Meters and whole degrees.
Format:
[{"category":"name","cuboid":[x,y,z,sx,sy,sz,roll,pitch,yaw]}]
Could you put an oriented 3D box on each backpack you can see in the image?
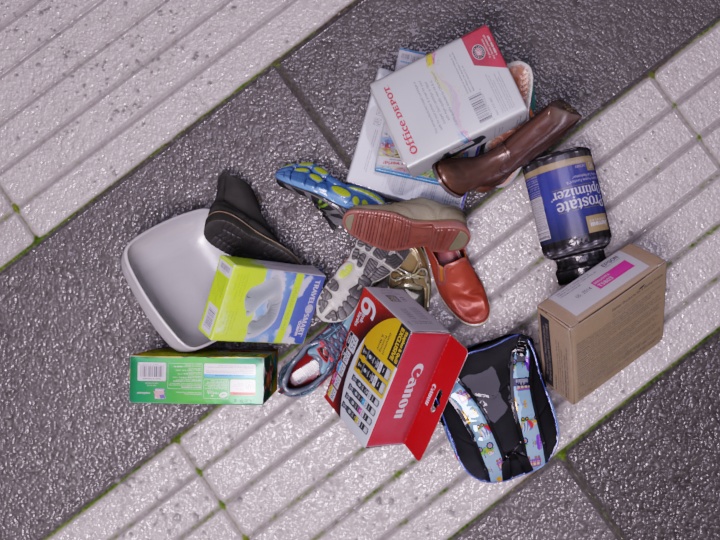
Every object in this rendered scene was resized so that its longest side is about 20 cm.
[{"category":"backpack","cuboid":[0.207,0.214,1.174,0.180,0.135,0.202,-20,86,-1]}]

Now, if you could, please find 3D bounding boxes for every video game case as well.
[{"category":"video game case","cuboid":[0.111,-0.244,1.219,0.141,0.018,0.203,12,86,0]}]

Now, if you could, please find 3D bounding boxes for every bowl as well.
[{"category":"bowl","cuboid":[-0.266,0.020,1.189,0.199,0.074,0.201,-32,89,-44]}]

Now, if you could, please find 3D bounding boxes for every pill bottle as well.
[{"category":"pill bottle","cuboid":[0.332,-0.083,1.201,0.110,0.112,0.203,-13,86,0]}]

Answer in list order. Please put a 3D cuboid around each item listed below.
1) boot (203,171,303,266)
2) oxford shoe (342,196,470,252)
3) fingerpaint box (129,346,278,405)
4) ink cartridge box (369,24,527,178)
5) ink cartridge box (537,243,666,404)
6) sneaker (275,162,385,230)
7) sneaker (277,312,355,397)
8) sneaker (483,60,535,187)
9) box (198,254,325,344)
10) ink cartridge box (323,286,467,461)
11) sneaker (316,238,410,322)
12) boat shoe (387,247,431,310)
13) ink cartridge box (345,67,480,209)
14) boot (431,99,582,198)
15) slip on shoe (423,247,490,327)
[{"category":"boot","cuboid":[-0.158,-0.066,1.230,0.077,0.139,0.200,-31,126,25]},{"category":"oxford shoe","cuboid":[0.069,-0.077,1.168,0.197,0.071,0.074,9,46,-10]},{"category":"fingerpaint box","cuboid":[-0.234,0.161,1.168,0.197,0.167,0.075,1,89,0]},{"category":"ink cartridge box","cuboid":[0.133,-0.254,1.156,0.198,0.083,0.147,-25,82,7]},{"category":"ink cartridge box","cuboid":[0.365,0.080,1.144,0.199,0.075,0.166,-29,129,-18]},{"category":"sneaker","cuboid":[-0.054,-0.111,1.222,0.198,0.071,0.083,26,130,9]},{"category":"sneaker","cuboid":[-0.049,0.134,1.202,0.200,0.096,0.079,-44,87,-2]},{"category":"sneaker","cuboid":[0.250,-0.237,1.234,0.070,0.080,0.203,15,109,18]},{"category":"box","cuboid":[-0.138,0.048,1.155,0.047,0.198,0.123,32,108,43]},{"category":"ink cartridge box","cuboid":[0.048,0.155,1.127,0.083,0.175,0.202,5,114,-37]},{"category":"sneaker","cuboid":[0.000,0.000,1.205,0.200,0.085,0.077,-44,91,-9]},{"category":"boat shoe","cuboid":[0.079,0.050,1.220,0.072,0.063,0.204,2,86,1]},{"category":"ink cartridge box","cuboid":[0.096,-0.208,1.246,0.197,0.041,0.202,17,87,1]},{"category":"boot","cuboid":[0.220,-0.187,1.115,0.199,0.185,0.065,-34,78,34]},{"category":"slip on shoe","cuboid":[0.152,-0.001,1.225,0.073,0.061,0.202,-24,88,-2]}]
